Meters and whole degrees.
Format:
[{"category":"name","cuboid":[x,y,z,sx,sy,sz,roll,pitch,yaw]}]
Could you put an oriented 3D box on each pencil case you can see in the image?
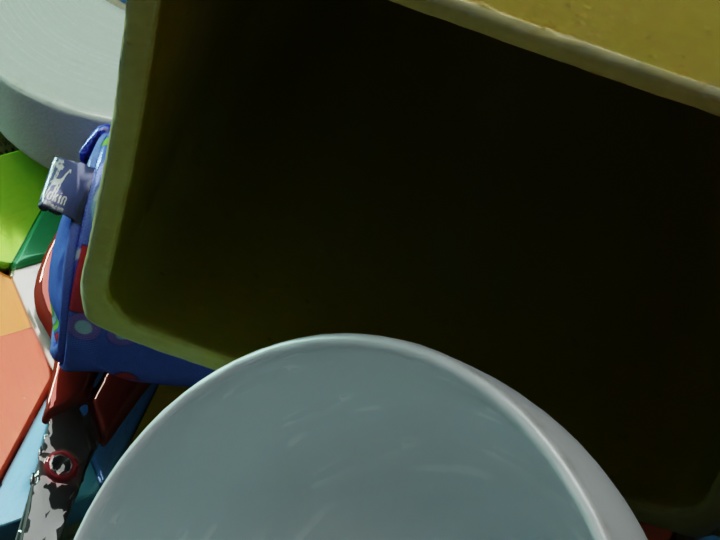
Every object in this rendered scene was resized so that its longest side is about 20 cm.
[{"category":"pencil case","cuboid":[0.000,0.000,0.873,0.199,0.087,0.078,8,4,-4]}]

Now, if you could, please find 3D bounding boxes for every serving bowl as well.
[{"category":"serving bowl","cuboid":[0.008,0.120,0.724,0.200,0.201,0.066,21,5,40]}]

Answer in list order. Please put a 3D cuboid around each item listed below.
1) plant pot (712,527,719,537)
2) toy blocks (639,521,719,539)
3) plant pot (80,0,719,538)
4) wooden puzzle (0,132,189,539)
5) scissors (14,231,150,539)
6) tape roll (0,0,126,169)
[{"category":"plant pot","cuboid":[0.199,-0.020,0.905,0.199,0.191,0.200,-4,29,2]},{"category":"toy blocks","cuboid":[0.047,0.093,0.848,0.136,0.100,0.200,-12,21,-36]},{"category":"plant pot","cuboid":[0.053,-0.081,0.778,0.194,0.196,0.201,19,56,1]},{"category":"wooden puzzle","cuboid":[-0.086,0.020,0.935,0.184,0.037,0.201,-17,68,-19]},{"category":"scissors","cuboid":[-0.097,0.051,0.891,0.073,0.014,0.200,29,59,5]},{"category":"tape roll","cuboid":[-0.042,-0.107,0.964,0.202,0.037,0.203,-6,47,6]}]
